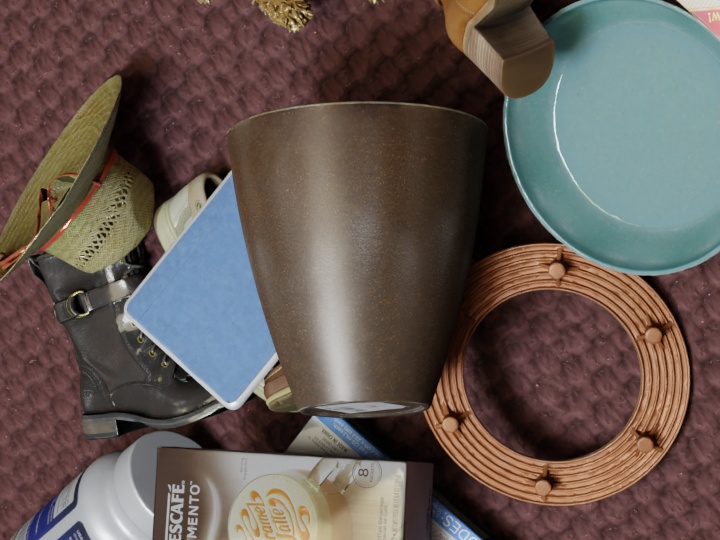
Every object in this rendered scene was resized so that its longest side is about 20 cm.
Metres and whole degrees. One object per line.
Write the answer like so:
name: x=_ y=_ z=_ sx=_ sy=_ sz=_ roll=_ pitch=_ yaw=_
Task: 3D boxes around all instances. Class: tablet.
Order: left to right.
tablet: x=-0.078 y=-0.007 z=1.797 sx=0.130 sy=0.014 sz=0.200 roll=40 pitch=94 yaw=22

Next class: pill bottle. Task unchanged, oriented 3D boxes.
pill bottle: x=-0.203 y=0.219 z=1.952 sx=0.116 sy=0.116 sz=0.200 roll=54 pitch=130 yaw=6

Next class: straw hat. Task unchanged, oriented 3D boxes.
straw hat: x=-0.211 y=-0.048 z=1.859 sx=0.085 sy=0.201 sz=0.201 roll=33 pitch=127 yaw=-16

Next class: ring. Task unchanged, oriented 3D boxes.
ring: x=0.137 y=0.078 z=1.705 sx=0.200 sy=0.019 sz=0.201 roll=3 pitch=105 yaw=11

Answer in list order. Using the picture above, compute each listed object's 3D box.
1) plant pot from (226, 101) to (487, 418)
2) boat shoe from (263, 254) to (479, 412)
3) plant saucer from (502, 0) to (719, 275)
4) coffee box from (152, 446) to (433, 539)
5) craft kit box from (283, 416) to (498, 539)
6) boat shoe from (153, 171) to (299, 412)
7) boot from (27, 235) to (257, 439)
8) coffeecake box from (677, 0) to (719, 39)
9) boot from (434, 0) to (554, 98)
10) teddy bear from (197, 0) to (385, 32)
plant pot: x=0.000 y=0.000 z=1.665 sx=0.187 sy=0.187 sz=0.200 roll=-8 pitch=78 yaw=35
boat shoe: x=0.008 y=0.041 z=1.777 sx=0.200 sy=0.072 sz=0.068 roll=-32 pitch=69 yaw=19
plant saucer: x=0.194 y=-0.097 z=1.637 sx=0.200 sy=0.036 sz=0.200 roll=12 pitch=113 yaw=30
coffee box: x=-0.052 y=0.196 z=1.790 sx=0.200 sy=0.080 sz=0.115 roll=1 pitch=86 yaw=17
craft kit box: x=-0.009 y=0.239 z=1.839 sx=0.200 sy=0.049 sz=0.198 roll=41 pitch=97 yaw=15
boat shoe: x=-0.086 y=0.017 z=1.841 sx=0.065 sy=0.072 sz=0.200 roll=-38 pitch=79 yaw=37
boot: x=-0.176 y=0.041 z=1.913 sx=0.200 sy=0.069 sz=0.174 roll=-12 pitch=91 yaw=28
coffeecake box: x=0.248 y=-0.274 z=1.516 sx=0.154 sy=0.073 sz=0.200 roll=43 pitch=125 yaw=13
boot: x=0.087 y=-0.233 z=1.599 sx=0.155 sy=0.077 sz=0.200 roll=56 pitch=159 yaw=34
teddy bear: x=-0.058 y=-0.247 z=1.730 sx=0.200 sy=0.067 sz=0.145 roll=22 pitch=115 yaw=25
